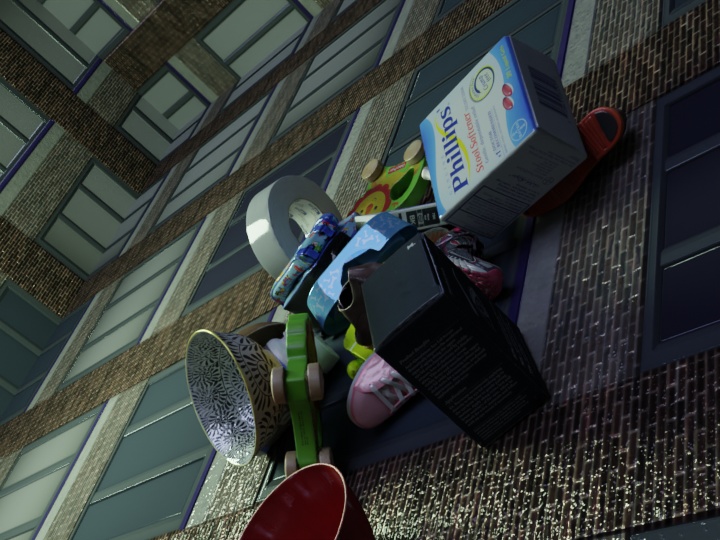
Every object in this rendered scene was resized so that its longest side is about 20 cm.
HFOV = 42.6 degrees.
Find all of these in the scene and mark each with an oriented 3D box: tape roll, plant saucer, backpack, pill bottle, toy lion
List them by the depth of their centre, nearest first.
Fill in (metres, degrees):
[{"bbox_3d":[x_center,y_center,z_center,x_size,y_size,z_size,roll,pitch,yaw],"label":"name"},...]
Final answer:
[{"bbox_3d":[-0.077,0.170,1.289,0.068,0.203,0.192,-6,18,2],"label":"toy lion"},{"bbox_3d":[-0.131,0.181,1.451,0.200,0.114,0.114,-49,23,-1],"label":"pill bottle"},{"bbox_3d":[-0.184,0.157,1.500,0.034,0.200,0.201,41,89,28],"label":"plant saucer"},{"bbox_3d":[-0.037,-0.017,1.537,0.201,0.134,0.183,-58,5,-35],"label":"backpack"},{"bbox_3d":[0.046,-0.124,1.688,0.199,0.068,0.194,-18,45,50],"label":"toy lion"},{"bbox_3d":[-0.114,-0.072,1.704,0.066,0.200,0.202,-28,30,37],"label":"tape roll"}]

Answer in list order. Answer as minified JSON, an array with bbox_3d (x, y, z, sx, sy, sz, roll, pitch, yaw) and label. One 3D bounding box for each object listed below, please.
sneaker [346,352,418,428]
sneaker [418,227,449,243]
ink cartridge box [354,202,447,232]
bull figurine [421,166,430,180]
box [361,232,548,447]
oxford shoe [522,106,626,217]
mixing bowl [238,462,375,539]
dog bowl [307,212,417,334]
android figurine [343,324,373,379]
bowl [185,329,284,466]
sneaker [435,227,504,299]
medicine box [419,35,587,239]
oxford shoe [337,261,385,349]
[{"bbox_3d":[0.065,0.132,1.223,0.200,0.075,0.105,-48,17,-8],"label":"sneaker"},{"bbox_3d":[0.048,-0.014,1.432,0.197,0.072,0.080,-17,4,-12],"label":"sneaker"},{"bbox_3d":[0.099,-0.086,1.456,0.197,0.040,0.099,-13,5,-20],"label":"ink cartridge box"},{"bbox_3d":[0.185,-0.181,1.462,0.198,0.066,0.122,-23,23,-4],"label":"bull figurine"},{"bbox_3d":[0.106,0.079,1.072,0.104,0.200,0.148,-41,24,15],"label":"box"},{"bbox_3d":[0.295,-0.147,1.287,0.200,0.072,0.072,-43,-12,32],"label":"oxford shoe"},{"bbox_3d":[-0.052,0.338,1.071,0.199,0.108,0.201,-38,26,22],"label":"mixing bowl"},{"bbox_3d":[0.000,0.000,1.331,0.200,0.049,0.111,-49,-21,0],"label":"dog bowl"},{"bbox_3d":[0.043,0.089,1.375,0.183,0.041,0.200,-53,24,-9],"label":"android figurine"},{"bbox_3d":[-0.165,0.171,1.334,0.093,0.204,0.200,-16,3,-34],"label":"bowl"},{"bbox_3d":[0.149,-0.018,1.303,0.075,0.081,0.200,-47,22,-2],"label":"sneaker"},{"bbox_3d":[0.190,-0.180,1.276,0.200,0.102,0.184,-43,43,38],"label":"medicine box"},{"bbox_3d":[0.003,0.046,1.275,0.201,0.072,0.072,102,171,-56],"label":"oxford shoe"}]
